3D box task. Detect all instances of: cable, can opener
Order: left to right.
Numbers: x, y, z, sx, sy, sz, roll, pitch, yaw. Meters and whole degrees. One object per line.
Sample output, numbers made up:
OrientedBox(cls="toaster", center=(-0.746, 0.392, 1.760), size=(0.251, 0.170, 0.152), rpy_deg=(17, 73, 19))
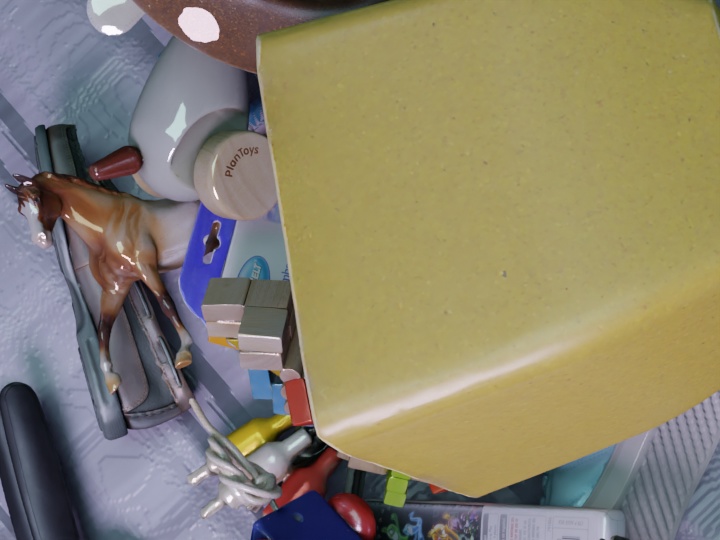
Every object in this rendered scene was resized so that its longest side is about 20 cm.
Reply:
OrientedBox(cls="can opener", center=(-0.187, 0.165, 0.860), size=(0.063, 0.078, 0.201), rpy_deg=(-44, 65, 42))
OrientedBox(cls="cable", center=(-0.010, 0.084, 0.826), size=(0.200, 0.050, 0.097), rpy_deg=(-49, 58, 2))

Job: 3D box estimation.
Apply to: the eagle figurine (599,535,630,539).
OrientedBox(cls="eagle figurine", center=(0.187, 0.221, 0.678), size=(0.199, 0.152, 0.152), rpy_deg=(6, 122, 3))

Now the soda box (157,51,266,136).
OrientedBox(cls="soda box", center=(-0.021, -0.155, 0.866), size=(0.200, 0.068, 0.064), rpy_deg=(-36, 76, 3))

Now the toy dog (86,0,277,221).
OrientedBox(cls="toy dog", center=(-0.107, -0.119, 0.766), size=(0.132, 0.096, 0.201), rpy_deg=(-21, 79, 49))

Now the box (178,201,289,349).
OrientedBox(cls="box", center=(0.000, 0.000, 0.808), size=(0.199, 0.041, 0.120), rpy_deg=(15, 69, -5))

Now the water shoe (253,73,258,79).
OrientedBox(cls="water shoe", center=(-0.020, -0.108, 0.799), size=(0.079, 0.071, 0.201), rpy_deg=(-8, 76, 24))

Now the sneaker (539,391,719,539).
OrientedBox(cls="sneaker", center=(0.131, 0.129, 0.793), size=(0.201, 0.074, 0.082), rpy_deg=(-60, 33, 8))

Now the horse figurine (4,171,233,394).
OrientedBox(cls="horse figurine", center=(-0.098, -0.009, 0.842), size=(0.199, 0.050, 0.133), rpy_deg=(-14, 72, -26))

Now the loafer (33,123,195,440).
OrientedBox(cls="loafer", center=(-0.154, 0.002, 0.879), size=(0.063, 0.072, 0.201), rpy_deg=(-13, 83, -10))

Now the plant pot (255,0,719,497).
OrientedBox(cls="plant pot", center=(0.094, -0.022, 0.651), size=(0.199, 0.195, 0.195), rpy_deg=(-17, 68, 19))

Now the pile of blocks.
OrientedBox(cls="pile of blocks", center=(-0.009, 0.081, 0.758), size=(0.200, 0.062, 0.082), rpy_deg=(32, 126, -16))

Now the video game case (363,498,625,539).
OrientedBox(cls="video game case", center=(0.061, 0.227, 0.759), size=(0.181, 0.023, 0.201), rpy_deg=(-6, 77, 43))

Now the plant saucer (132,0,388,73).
OrientedBox(cls="plant saucer", center=(-0.049, -0.194, 0.729), size=(0.199, 0.034, 0.201), rpy_deg=(13, 59, -23))

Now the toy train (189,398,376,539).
OrientedBox(cls="toy train", center=(-0.046, 0.176, 0.778), size=(0.200, 0.084, 0.116), rpy_deg=(44, 127, 21))
